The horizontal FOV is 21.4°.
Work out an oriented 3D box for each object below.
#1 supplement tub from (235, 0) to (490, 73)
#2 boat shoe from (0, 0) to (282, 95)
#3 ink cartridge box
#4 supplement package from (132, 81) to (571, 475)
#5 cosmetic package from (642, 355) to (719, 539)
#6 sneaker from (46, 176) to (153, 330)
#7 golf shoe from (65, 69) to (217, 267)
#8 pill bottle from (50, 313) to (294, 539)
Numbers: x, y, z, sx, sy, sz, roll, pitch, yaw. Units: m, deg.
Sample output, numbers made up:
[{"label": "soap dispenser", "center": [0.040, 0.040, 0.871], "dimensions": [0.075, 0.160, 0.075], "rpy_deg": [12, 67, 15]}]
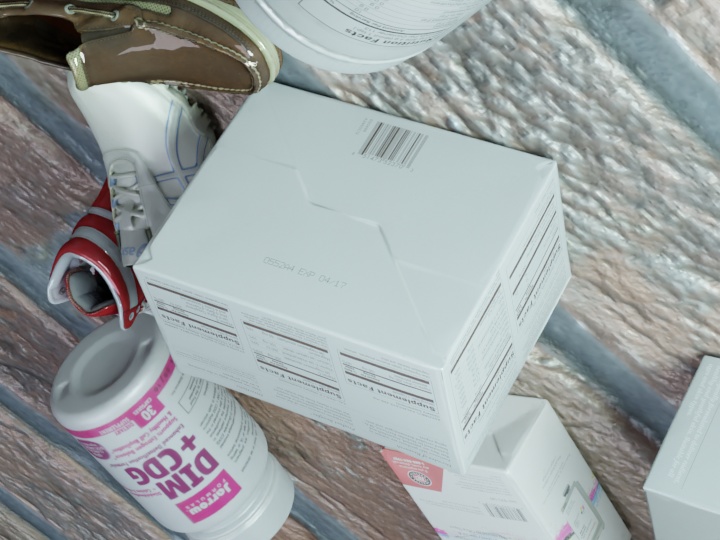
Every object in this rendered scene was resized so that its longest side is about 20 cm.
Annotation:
[{"label": "supplement tub", "center": [0.031, -0.179, 0.826], "dimensions": [0.132, 0.132, 0.200], "rpy_deg": [38, 152, -13]}, {"label": "boat shoe", "center": [-0.145, -0.133, 1.130], "dimensions": [0.202, 0.075, 0.075], "rpy_deg": [18, 149, 24]}, {"label": "ink cartridge box", "center": [0.114, 0.173, 1.373], "dimensions": [0.116, 0.068, 0.200], "rpy_deg": [5, 141, 40]}, {"label": "supplement package", "center": [0.000, 0.000, 1.114], "dimensions": [0.199, 0.156, 0.111], "rpy_deg": [18, 148, 23]}, {"label": "cosmetic package", "center": [0.240, 0.156, 1.182], "dimensions": [0.090, 0.107, 0.200], "rpy_deg": [14, 145, 29]}, {"label": "sneaker", "center": [-0.152, 0.016, 1.335], "dimensions": [0.071, 0.113, 0.200], "rpy_deg": [16, 148, 28]}, {"label": "golf shoe", "center": [-0.130, -0.051, 1.226], "dimensions": [0.078, 0.097, 0.200], "rpy_deg": [-2, 136, 49]}, {"label": "pill bottle", "center": [-0.145, 0.136, 1.520], "dimensions": [0.113, 0.114, 0.200], "rpy_deg": [0, 139, 45]}]
